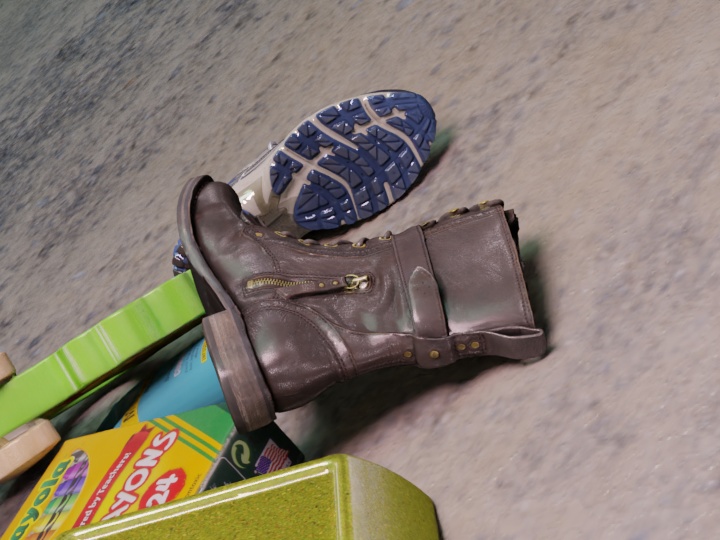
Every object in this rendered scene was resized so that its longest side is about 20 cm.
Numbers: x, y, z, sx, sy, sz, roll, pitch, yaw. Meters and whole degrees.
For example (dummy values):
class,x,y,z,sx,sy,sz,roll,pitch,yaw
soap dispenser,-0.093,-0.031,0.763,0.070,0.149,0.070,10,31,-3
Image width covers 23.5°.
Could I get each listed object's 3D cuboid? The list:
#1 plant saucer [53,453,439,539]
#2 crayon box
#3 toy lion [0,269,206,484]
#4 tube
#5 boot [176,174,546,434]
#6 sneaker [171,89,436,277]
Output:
class,x,y,z,sx,sy,sz,roll,pitch,yaw
plant saucer,-0.064,0.142,0.723,0.198,0.048,0.200,-16,18,3
crayon box,-0.136,0.144,0.936,0.199,0.051,0.127,-17,33,42
toy lion,-0.161,0.055,1.072,0.191,0.069,0.200,-32,-1,-16
tube,-0.091,0.064,1.022,0.199,0.050,0.078,-31,14,30
boot,0.000,0.000,0.914,0.173,0.069,0.201,-18,43,-2
sneaker,-0.039,-0.062,1.122,0.199,0.077,0.085,-32,21,16
